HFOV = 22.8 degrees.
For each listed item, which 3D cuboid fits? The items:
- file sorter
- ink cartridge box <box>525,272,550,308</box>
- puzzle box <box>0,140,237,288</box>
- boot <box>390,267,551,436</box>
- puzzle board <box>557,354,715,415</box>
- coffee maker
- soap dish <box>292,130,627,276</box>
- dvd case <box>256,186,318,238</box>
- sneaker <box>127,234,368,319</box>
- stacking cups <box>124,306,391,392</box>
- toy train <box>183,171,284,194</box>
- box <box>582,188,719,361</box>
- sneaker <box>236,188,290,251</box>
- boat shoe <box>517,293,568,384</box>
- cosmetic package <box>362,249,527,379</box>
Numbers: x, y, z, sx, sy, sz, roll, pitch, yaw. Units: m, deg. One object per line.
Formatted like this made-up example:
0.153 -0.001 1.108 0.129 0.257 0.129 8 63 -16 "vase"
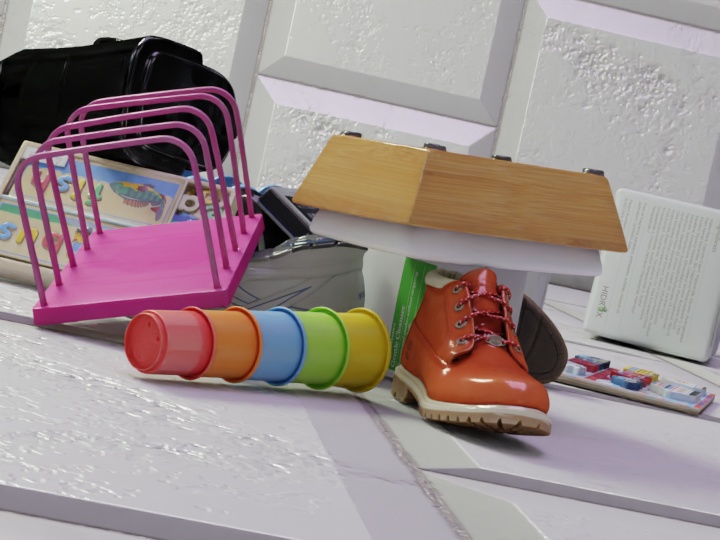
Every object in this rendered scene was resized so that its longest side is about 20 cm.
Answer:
-0.159 -0.055 1.313 0.139 0.126 0.200 -6 17 6 "file sorter"
0.082 0.000 1.753 0.200 0.145 0.084 13 4 10 "ink cartridge box"
-0.217 -0.035 1.516 0.200 0.133 0.025 13 -36 8 "puzzle box"
0.079 0.053 1.221 0.075 0.107 0.200 13 5 -21 "boot"
0.263 0.107 1.730 0.151 0.017 0.200 13 4 15 "puzzle board"
-0.243 -0.140 1.617 0.200 0.135 0.192 1 13 43 "coffee maker"
0.075 -0.049 1.320 0.200 0.081 0.157 7 4 -33 "soap dish"
0.000 0.000 1.648 0.200 0.025 0.150 46 11 9 "dvd case"
-0.090 0.024 1.395 0.200 0.087 0.075 -6 9 4 "sneaker"
-0.069 0.053 1.180 0.200 0.061 0.060 2 10 -45 "stacking cups"
-0.140 -0.038 1.852 0.200 0.114 0.087 10 9 -24 "toy train"
0.409 0.006 2.374 0.171 0.200 0.199 15 3 14 "box"
-0.082 -0.043 1.737 0.070 0.090 0.200 51 -13 18 "sneaker"
0.100 0.033 1.610 0.200 0.072 0.076 37 -6 5 "boat shoe"
0.039 0.030 1.441 0.085 0.108 0.200 8 4 -32 "cosmetic package"
